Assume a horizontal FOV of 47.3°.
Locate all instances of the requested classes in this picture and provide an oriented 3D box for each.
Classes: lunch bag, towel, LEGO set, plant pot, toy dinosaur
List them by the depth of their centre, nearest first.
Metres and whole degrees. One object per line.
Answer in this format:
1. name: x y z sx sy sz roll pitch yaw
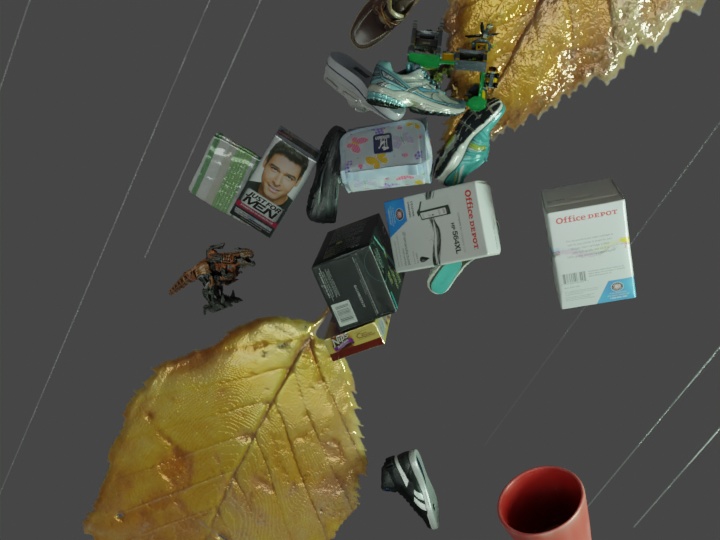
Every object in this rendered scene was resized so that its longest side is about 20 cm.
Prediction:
1. LEGO set: 0.163 -0.391 1.545 0.197 0.117 0.155 1 142 11
2. lunch bag: 0.053 -0.218 1.560 0.167 0.200 0.129 -6 112 10
3. towel: -0.242 -0.178 1.711 0.198 0.031 0.150 29 115 -7
4. toy dinosaur: -0.315 0.017 1.778 0.198 0.102 0.137 -17 95 32
5. plant pot: 0.429 0.574 1.850 0.198 0.201 0.179 -20 117 14

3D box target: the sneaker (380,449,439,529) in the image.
1. sneaker: 0.109 0.519 1.928 0.111 0.073 0.202 -15 101 16

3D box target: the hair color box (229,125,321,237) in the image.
1. hair color box: -0.171 -0.176 1.648 0.098 0.061 0.201 31 117 -8

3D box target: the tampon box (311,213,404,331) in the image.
1. tampon box: 0.000 0.000 1.655 0.125 0.200 0.151 -19 107 14

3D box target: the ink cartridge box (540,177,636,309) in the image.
1. ink cartridge box: 0.442 -0.055 1.605 0.145 0.146 0.202 -9 111 11

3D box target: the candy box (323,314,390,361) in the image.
1. candy box: -0.001 0.105 1.698 0.115 0.200 0.057 -20 108 15

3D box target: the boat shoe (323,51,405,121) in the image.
1. boat shoe: 0.006 -0.336 1.565 0.200 0.073 0.066 47 132 25

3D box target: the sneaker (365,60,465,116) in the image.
1. sneaker: 0.109 -0.328 1.478 0.198 0.077 0.088 6 98 -27

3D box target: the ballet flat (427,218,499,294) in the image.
1. ballet flat: 0.203 -0.040 1.687 0.069 0.070 0.201 36 108 -8

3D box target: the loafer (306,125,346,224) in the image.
1. loafer: -0.056 -0.191 1.663 0.070 0.068 0.203 8 110 -19

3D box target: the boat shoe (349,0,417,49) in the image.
1. boat shoe: 0.056 -0.486 1.519 0.199 0.072 0.072 -36 104 19

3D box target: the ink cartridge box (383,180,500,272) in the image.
1. ink cartridge box: 0.161 -0.085 1.617 0.198 0.084 0.148 -12 88 27

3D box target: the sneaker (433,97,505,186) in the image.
1. sneaker: 0.221 -0.248 1.608 0.079 0.078 0.201 23 119 -23
